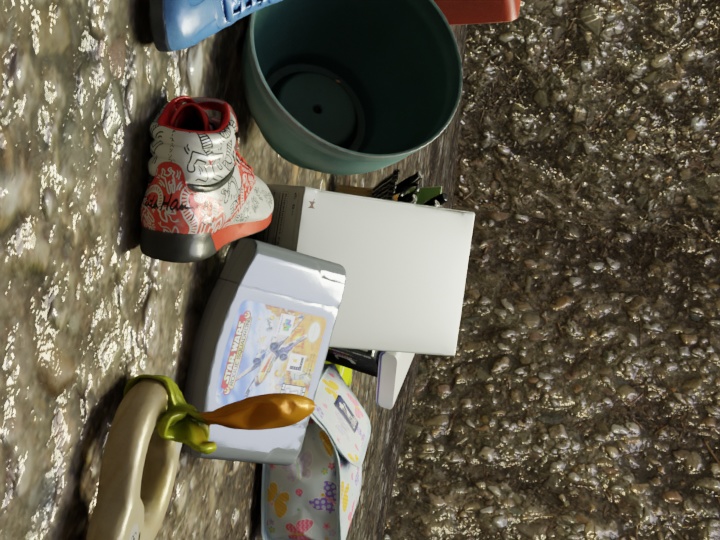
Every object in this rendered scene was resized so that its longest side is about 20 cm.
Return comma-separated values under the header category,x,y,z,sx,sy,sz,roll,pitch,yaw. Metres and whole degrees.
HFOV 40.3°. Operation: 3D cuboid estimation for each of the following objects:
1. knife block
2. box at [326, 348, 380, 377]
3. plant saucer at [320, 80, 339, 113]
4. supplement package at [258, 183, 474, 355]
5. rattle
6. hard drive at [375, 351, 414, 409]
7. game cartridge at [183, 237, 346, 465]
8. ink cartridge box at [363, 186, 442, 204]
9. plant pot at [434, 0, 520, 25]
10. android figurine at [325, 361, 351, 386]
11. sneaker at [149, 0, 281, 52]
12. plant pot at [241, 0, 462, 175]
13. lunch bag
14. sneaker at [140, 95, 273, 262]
category,x,y,z,sx,sy,sz,roll,pitch,yaw
knife block,0.044,-0.060,1.418,0.200,0.175,0.064,88,14,-51
box,-0.012,0.070,1.326,0.200,0.122,0.106,65,44,-73
plant saucer,-0.009,-0.249,1.254,0.200,0.032,0.200,21,90,-86
supplement package,0.000,0.000,1.032,0.111,0.200,0.156,12,-85,64
rattle,-0.126,0.178,0.696,0.130,0.143,0.200,116,-12,-45
hard drive,0.069,0.072,1.332,0.132,0.025,0.200,93,19,-52
game cartridge,-0.090,0.077,0.896,0.133,0.041,0.200,15,89,-48
ink cartridge box,0.063,-0.072,1.494,0.059,0.200,0.104,15,83,-41
plant pot,0.072,-0.384,1.054,0.200,0.199,0.176,-71,157,-51
android figurine,-0.037,0.138,1.533,0.200,0.041,0.182,90,13,-48
sneaker,-0.091,-0.217,0.718,0.200,0.078,0.066,-68,166,-52
plant pot,-0.024,-0.171,0.909,0.134,0.200,0.201,141,-35,-61
lunch bag,-0.054,0.235,1.252,0.170,0.127,0.200,-51,142,-77
sneaker,-0.109,-0.082,0.762,0.201,0.067,0.108,-50,150,-69
